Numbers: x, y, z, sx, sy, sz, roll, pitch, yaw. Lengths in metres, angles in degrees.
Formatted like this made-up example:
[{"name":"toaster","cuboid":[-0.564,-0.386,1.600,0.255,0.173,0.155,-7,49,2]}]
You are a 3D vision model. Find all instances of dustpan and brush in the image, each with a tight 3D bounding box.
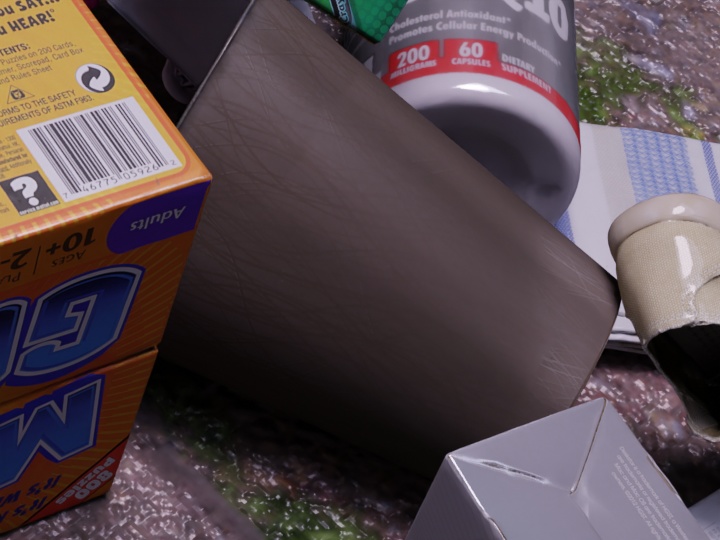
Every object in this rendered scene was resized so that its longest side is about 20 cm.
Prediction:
[{"name":"dustpan and brush","cuboid":[-0.062,-0.130,1.224,0.140,0.057,0.201,44,40,-19]}]

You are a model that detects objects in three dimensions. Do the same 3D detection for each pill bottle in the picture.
[{"name":"pill bottle","cuboid":[0.048,-0.116,1.217,0.113,0.114,0.201,11,48,-11]}]

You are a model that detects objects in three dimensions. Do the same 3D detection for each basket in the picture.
[{"name":"basket","cuboid":[0.000,0.000,1.076,0.199,0.181,0.136,31,37,-5]}]

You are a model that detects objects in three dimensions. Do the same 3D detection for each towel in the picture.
[{"name":"towel","cuboid":[0.173,-0.009,1.234,0.198,0.024,0.148,7,46,-17]}]

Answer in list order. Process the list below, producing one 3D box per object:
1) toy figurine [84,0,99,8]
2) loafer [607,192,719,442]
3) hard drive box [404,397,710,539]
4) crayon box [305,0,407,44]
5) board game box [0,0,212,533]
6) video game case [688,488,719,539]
[{"name":"toy figurine","cuboid":[-0.185,-0.201,1.224,0.184,0.150,0.200,39,22,-3]},{"name":"loafer","cuboid":[0.172,0.048,1.082,0.200,0.075,0.069,38,46,-30]},{"name":"hard drive box","cuboid":[0.071,0.172,0.917,0.076,0.201,0.156,-17,57,-30]},{"name":"crayon box","cuboid":[-0.050,-0.178,1.115,0.118,0.058,0.200,30,10,-26]},{"name":"board game box","cuboid":[-0.209,-0.014,0.974,0.199,0.200,0.200,-20,59,-32]},{"name":"video game case","cuboid":[0.233,0.165,1.106,0.181,0.024,0.200,-25,62,-35]}]
